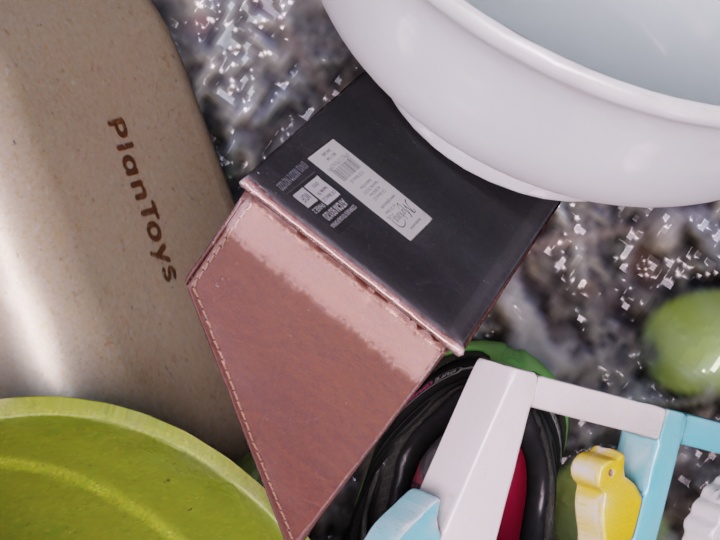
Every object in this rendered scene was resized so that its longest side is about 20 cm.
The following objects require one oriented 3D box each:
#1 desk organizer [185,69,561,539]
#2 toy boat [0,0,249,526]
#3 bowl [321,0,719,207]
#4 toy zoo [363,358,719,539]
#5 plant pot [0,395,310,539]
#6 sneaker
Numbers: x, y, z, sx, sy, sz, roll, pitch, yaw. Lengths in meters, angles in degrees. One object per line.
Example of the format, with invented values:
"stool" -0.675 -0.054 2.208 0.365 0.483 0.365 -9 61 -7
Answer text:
"desk organizer" 0.000 0.000 0.807 0.072 0.200 0.077 38 110 1
"toy boat" -0.119 -0.011 0.870 0.130 0.130 0.201 -21 89 31
"bowl" 0.063 -0.084 0.806 0.200 0.201 0.091 28 132 2
"toy zoo" 0.075 0.104 0.840 0.199 0.020 0.132 15 91 -35
"plant pot" -0.125 0.156 0.790 0.200 0.193 0.202 14 66 -33
"sneaker" 0.012 0.118 0.869 0.076 0.084 0.201 13 90 3
